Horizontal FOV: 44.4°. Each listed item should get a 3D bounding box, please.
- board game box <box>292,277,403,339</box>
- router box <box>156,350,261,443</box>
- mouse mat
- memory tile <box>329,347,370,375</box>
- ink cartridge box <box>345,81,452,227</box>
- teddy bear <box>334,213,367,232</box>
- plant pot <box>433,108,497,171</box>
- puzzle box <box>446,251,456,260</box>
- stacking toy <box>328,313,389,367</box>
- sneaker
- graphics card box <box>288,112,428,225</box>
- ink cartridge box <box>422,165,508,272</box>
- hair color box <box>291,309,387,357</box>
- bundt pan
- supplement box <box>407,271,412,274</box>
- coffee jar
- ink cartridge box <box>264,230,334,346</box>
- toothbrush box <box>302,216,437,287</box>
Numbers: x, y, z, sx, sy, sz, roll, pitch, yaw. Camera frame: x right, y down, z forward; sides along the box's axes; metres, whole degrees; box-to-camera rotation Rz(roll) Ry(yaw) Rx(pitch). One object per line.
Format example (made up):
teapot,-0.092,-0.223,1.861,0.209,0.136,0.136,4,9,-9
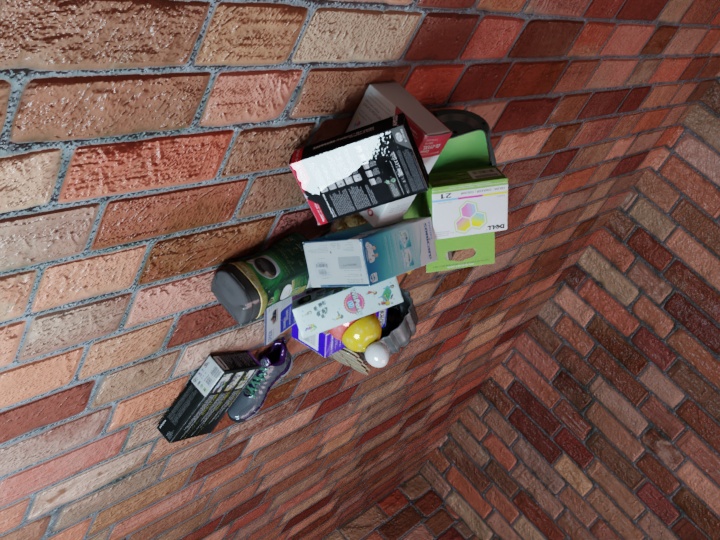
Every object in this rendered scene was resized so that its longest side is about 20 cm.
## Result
board game box,-0.028,0.053,1.656,0.198,0.065,0.148,-20,-170,-2
router box,-0.308,0.258,1.805,0.201,0.051,0.149,-52,160,15
mouse mat,0.151,-0.165,1.635,0.197,0.008,0.163,-16,118,-3
memory tile,-0.055,0.187,2.032,0.017,0.152,0.200,-61,162,-13
ink cartridge box,0.043,-0.196,1.512,0.082,0.146,0.201,-19,146,-49
teddy bear,0.029,-0.132,1.677,0.144,0.067,0.200,30,115,-30
plant pot,0.180,-0.201,1.724,0.199,0.199,0.190,-32,142,-30
puzzle box,0.201,-0.132,1.947,0.134,0.025,0.202,-57,148,-39
stacking toy,-0.008,0.115,1.778,0.145,0.201,0.147,-25,150,-16
sneaker,-0.224,0.230,1.899,0.201,0.074,0.088,-52,154,-30
graphics card box,0.000,-0.161,1.420,0.198,0.051,0.126,-17,122,17
ink cartridge box,0.195,-0.081,1.639,0.146,0.076,0.203,-8,116,-8
hair color box,-0.044,0.110,1.938,0.199,0.109,0.066,-25,130,-41
bundt pan,0.049,0.135,2.057,0.201,0.201,0.076,-41,120,-13
supplement box,0.133,-0.074,1.956,0.200,0.066,0.069,-44,166,-51
coffee jar,-0.163,0.013,1.563,0.199,0.104,0.086,-28,154,-38
ink cartridge box,-0.126,0.038,1.768,0.199,0.047,0.198,-34,157,-24
toothbrush box,0.020,-0.034,1.567,0.199,0.145,0.087,-21,104,-47
